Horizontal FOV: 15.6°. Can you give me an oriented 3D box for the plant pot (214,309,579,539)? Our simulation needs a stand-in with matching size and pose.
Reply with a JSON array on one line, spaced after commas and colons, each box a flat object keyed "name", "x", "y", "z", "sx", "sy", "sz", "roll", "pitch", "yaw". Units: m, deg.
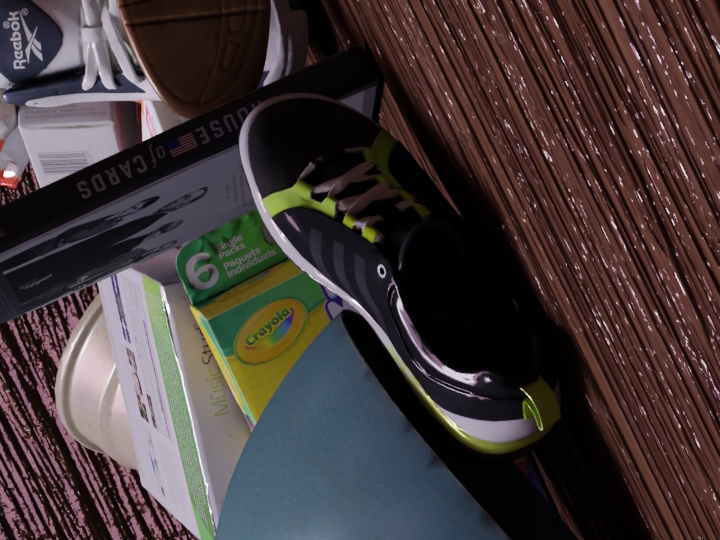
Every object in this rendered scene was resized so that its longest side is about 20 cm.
[{"name": "plant pot", "x": 0.011, "y": 0.136, "z": 1.161, "sx": 0.200, "sy": 0.135, "sz": 0.200, "roll": 47, "pitch": -174, "yaw": -6}]

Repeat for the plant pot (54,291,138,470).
[{"name": "plant pot", "x": -0.057, "y": 0.092, "z": 1.638, "sx": 0.183, "sy": 0.200, "sz": 0.201, "roll": 45, "pitch": 164, "yaw": 32}]

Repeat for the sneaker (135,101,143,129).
[{"name": "sneaker", "x": -0.098, "y": -0.125, "z": 1.422, "sx": 0.200, "sy": 0.090, "sz": 0.078, "roll": 77, "pitch": 166, "yaw": -58}]

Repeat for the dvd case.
[{"name": "dvd case", "x": -0.087, "y": -0.036, "z": 1.214, "sx": 0.025, "sy": 0.200, "sz": 0.150, "roll": 64, "pitch": 173, "yaw": 8}]

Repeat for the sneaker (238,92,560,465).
[{"name": "sneaker", "x": 0.023, "y": -0.011, "z": 1.085, "sx": 0.200, "sy": 0.072, "sz": 0.083, "roll": 50, "pitch": 160, "yaw": 21}]

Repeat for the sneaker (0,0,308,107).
[{"name": "sneaker", "x": -0.123, "y": -0.114, "z": 1.274, "sx": 0.199, "sy": 0.129, "sz": 0.080, "roll": 19, "pitch": 115, "yaw": 52}]

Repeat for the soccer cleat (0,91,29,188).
[{"name": "soccer cleat", "x": -0.223, "y": -0.101, "z": 1.512, "sx": 0.200, "sy": 0.069, "sz": 0.078, "roll": 93, "pitch": -176, "yaw": -82}]

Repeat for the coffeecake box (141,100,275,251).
[{"name": "coffeecake box", "x": -0.064, "y": 0.006, "z": 1.418, "sx": 0.200, "sy": 0.073, "sz": 0.154, "roll": 94, "pitch": 159, "yaw": -51}]

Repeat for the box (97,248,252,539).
[{"name": "box", "x": -0.094, "y": 0.061, "z": 1.372, "sx": 0.200, "sy": 0.036, "sz": 0.145, "roll": -155, "pitch": 52, "yaw": -73}]

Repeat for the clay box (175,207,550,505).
[{"name": "clay box", "x": 0.002, "y": 0.057, "z": 1.265, "sx": 0.200, "sy": 0.115, "sz": 0.048, "roll": 64, "pitch": 172, "yaw": -16}]

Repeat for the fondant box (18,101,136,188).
[{"name": "fondant box", "x": -0.166, "y": -0.150, "z": 1.546, "sx": 0.144, "sy": 0.058, "sz": 0.200, "roll": 89, "pitch": 179, "yaw": -71}]

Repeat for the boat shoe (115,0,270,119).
[{"name": "boat shoe", "x": -0.083, "y": -0.165, "z": 1.206, "sx": 0.072, "sy": 0.072, "sz": 0.200, "roll": 46, "pitch": -152, "yaw": -85}]
